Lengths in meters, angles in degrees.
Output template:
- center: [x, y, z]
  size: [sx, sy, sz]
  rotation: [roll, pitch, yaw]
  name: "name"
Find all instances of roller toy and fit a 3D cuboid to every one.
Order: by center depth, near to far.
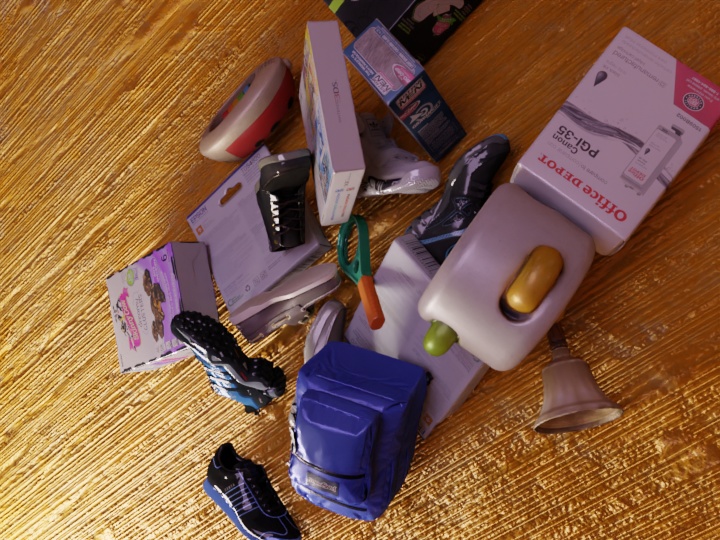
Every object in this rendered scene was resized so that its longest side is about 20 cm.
- center: [0.165, 0.009, 0.825]
  size: [0.139, 0.183, 0.200]
  rotation: [35, 135, 6]
  name: "roller toy"

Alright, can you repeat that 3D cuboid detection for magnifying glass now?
- center: [0.000, 0.000, 1.026]
  size: [0.201, 0.022, 0.080]
  rotation: [-109, 34, -44]
  name: "magnifying glass"

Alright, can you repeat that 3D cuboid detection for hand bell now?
- center: [0.237, 0.085, 0.905]
  size: [0.104, 0.104, 0.201]
  rotation: [-23, 61, 27]
  name: "hand bell"

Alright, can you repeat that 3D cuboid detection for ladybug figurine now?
- center: [-0.167, -0.242, 1.158]
  size: [0.200, 0.072, 0.136]
  rotation: [-43, 26, 21]
  name: "ladybug figurine"

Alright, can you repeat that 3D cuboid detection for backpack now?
- center: [-0.019, 0.219, 0.964]
  size: [0.162, 0.168, 0.201]
  rotation: [18, 118, 22]
  name: "backpack"

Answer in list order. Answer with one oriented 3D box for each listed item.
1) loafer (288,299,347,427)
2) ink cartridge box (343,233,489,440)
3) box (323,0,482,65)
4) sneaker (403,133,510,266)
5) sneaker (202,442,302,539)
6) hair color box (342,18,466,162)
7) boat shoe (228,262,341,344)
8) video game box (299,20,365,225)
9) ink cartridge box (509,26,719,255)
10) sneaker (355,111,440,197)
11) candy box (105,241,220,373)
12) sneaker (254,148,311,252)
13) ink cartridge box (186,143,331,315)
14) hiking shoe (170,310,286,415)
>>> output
- center: [-0.046, 0.142, 1.069]
  size: [0.069, 0.070, 0.202]
  rotation: [17, 101, 26]
  name: "loafer"
- center: [0.077, 0.090, 0.996]
  size: [0.197, 0.043, 0.201]
  rotation: [51, 137, 25]
  name: "ink cartridge box"
- center: [0.067, -0.393, 1.018]
  size: [0.200, 0.124, 0.149]
  rotation: [-46, 64, 18]
  name: "box"
- center: [0.141, -0.085, 0.979]
  size: [0.082, 0.073, 0.201]
  rotation: [45, 118, 22]
  name: "sneaker"
- center: [-0.157, 0.334, 1.112]
  size: [0.199, 0.070, 0.078]
  rotation: [28, 106, 31]
  name: "sneaker"
- center: [0.062, -0.222, 0.956]
  size: [0.060, 0.200, 0.100]
  rotation: [-42, 66, 9]
  name: "hair color box"
- center: [-0.102, 0.051, 1.088]
  size: [0.199, 0.072, 0.060]
  rotation: [-26, 106, 27]
  name: "boat shoe"
- center: [-0.041, -0.183, 0.966]
  size: [0.046, 0.182, 0.202]
  rotation: [-8, 76, -8]
  name: "video game box"
- center: [0.285, -0.140, 0.833]
  size: [0.146, 0.083, 0.200]
  rotation: [37, 85, 11]
  name: "ink cartridge box"
- center: [0.030, -0.159, 1.009]
  size: [0.199, 0.075, 0.116]
  rotation: [3, 98, 56]
  name: "sneaker"
- center: [-0.321, 0.063, 1.215]
  size: [0.199, 0.071, 0.169]
  rotation: [-22, 77, 39]
  name: "candy box"
- center: [-0.096, -0.093, 1.027]
  size: [0.074, 0.200, 0.107]
  rotation: [-13, 83, -14]
  name: "sneaker"
- center: [-0.163, -0.059, 1.172]
  size: [0.199, 0.041, 0.201]
  rotation: [-38, 67, 23]
  name: "ink cartridge box"
- center: [-0.207, 0.143, 1.107]
  size: [0.200, 0.075, 0.087]
  rotation: [40, 113, -15]
  name: "hiking shoe"
